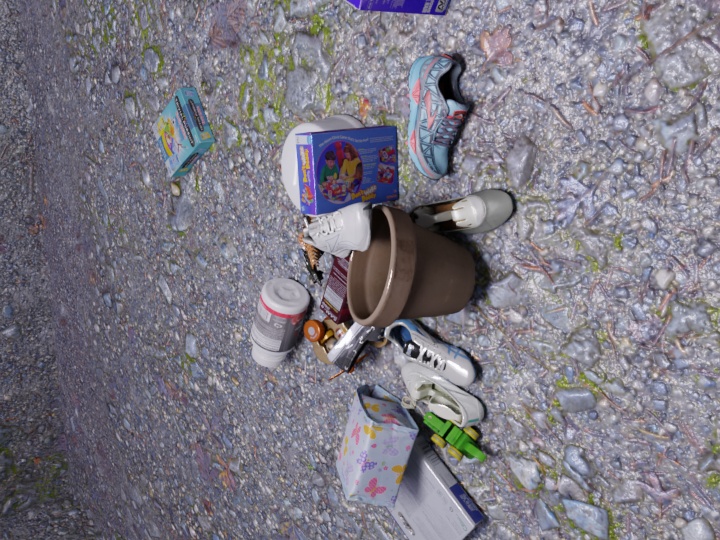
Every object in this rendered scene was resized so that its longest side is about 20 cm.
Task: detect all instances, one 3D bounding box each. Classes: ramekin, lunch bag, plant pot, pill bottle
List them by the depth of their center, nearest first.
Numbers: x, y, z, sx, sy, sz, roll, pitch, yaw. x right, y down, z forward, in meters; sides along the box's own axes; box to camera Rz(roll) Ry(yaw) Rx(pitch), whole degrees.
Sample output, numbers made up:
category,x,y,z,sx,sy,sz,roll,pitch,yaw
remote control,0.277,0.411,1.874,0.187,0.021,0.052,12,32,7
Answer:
category,x,y,z,sx,sy,sz,roll,pitch,yaw
plant pot,0.091,0.003,1.063,0.200,0.173,0.202,-171,90,-71
ramekin,-0.066,-0.198,1.249,0.200,0.097,0.202,18,115,43
lunch bag,0.028,0.337,1.272,0.200,0.126,0.171,-139,64,-72
pill bottle,-0.192,0.125,1.477,0.111,0.110,0.201,43,130,29

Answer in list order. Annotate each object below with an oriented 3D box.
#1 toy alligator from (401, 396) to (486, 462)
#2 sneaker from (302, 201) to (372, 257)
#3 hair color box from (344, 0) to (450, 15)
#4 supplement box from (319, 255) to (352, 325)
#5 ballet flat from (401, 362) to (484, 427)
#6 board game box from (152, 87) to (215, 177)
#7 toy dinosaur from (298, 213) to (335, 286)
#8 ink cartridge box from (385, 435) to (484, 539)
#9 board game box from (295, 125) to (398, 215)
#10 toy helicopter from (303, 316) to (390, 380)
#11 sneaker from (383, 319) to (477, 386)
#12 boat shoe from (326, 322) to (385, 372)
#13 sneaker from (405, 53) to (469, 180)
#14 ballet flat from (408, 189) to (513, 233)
category,x,y,z,sx,sy,sz,roll,pitch,yaw
toy alligator,0.159,0.300,1.200,0.200,0.059,0.054,30,164,39
sneaker,-0.037,-0.065,1.066,0.200,0.087,0.075,148,127,-63
hair color box,0.042,-0.441,0.977,0.109,0.199,0.065,43,132,29
supplement box,0.000,0.000,1.231,0.061,0.108,0.201,42,130,30
ballet flat,0.136,0.229,1.189,0.199,0.069,0.070,26,120,40
board game box,-0.464,-0.356,1.668,0.200,0.047,0.152,-29,81,48
toy dinosaur,-0.090,-0.047,1.278,0.102,0.200,0.136,-13,115,28
ink cartridge box,0.132,0.466,1.286,0.197,0.043,0.201,50,136,26
board game box,-0.019,-0.179,1.126,0.045,0.199,0.136,13,111,46
toy helicopter,-0.020,0.155,1.332,0.199,0.079,0.133,-13,86,36
sneaker,0.124,0.154,1.173,0.200,0.072,0.072,32,122,35
boat shoe,0.018,0.120,1.250,0.066,0.070,0.200,43,100,7
sneaker,0.128,-0.246,1.038,0.095,0.079,0.202,7,107,44
ballet flat,0.158,-0.089,1.065,0.199,0.063,0.068,-6,96,48
